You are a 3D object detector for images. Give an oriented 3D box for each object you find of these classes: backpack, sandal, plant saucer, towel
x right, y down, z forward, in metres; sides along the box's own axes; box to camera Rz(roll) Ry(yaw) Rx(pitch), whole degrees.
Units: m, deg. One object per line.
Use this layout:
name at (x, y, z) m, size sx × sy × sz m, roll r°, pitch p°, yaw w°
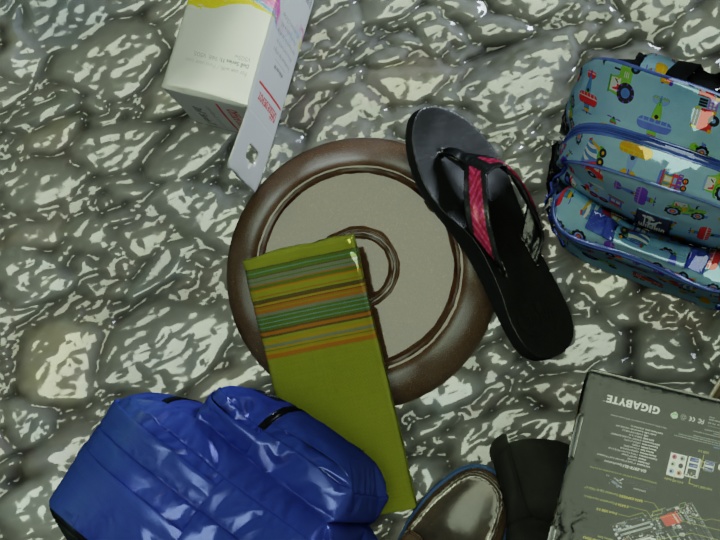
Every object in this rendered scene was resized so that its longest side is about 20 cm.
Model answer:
backpack at (-0.095, 0.161, 1.346) m, size 0.200 × 0.163 × 0.168 m, roll 29°, pitch 85°, yaw 19°
sandal at (0.100, -0.033, 1.392) m, size 0.075 × 0.045 × 0.200 m, roll -25°, pitch 84°, yaw -36°
backpack at (0.212, -0.064, 1.321) m, size 0.182 × 0.200 × 0.135 m, roll 22°, pitch 85°, yaw 7°
plant saucer at (0.000, 0.000, 1.420) m, size 0.200 × 0.032 × 0.201 m, roll -1°, pitch 83°, yaw 5°
towel at (-0.021, 0.078, 1.392) m, size 0.086 × 0.018 × 0.200 m, roll -11°, pitch 97°, yaw 18°

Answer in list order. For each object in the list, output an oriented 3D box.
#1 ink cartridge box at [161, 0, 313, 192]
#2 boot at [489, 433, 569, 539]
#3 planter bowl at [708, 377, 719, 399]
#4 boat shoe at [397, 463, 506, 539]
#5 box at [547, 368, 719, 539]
ink cartridge box at (-0.085, -0.166, 1.405) m, size 0.067 × 0.117 × 0.200 m, roll 15°, pitch 84°, yaw 9°
boot at (0.186, 0.183, 1.358) m, size 0.200 × 0.138 × 0.078 m, roll 20°, pitch 127°, yaw -25°
planter bowl at (0.320, 0.135, 1.316) m, size 0.200 × 0.135 × 0.201 m, roll -1°, pitch 83°, yaw 8°
boat shoe at (0.042, 0.223, 1.364) m, size 0.072 × 0.072 × 0.200 m, roll 31°, pitch 86°, yaw 9°
box at (0.220, 0.161, 1.234) m, size 0.200 × 0.049 × 0.160 m, roll 13°, pitch 88°, yaw 8°
